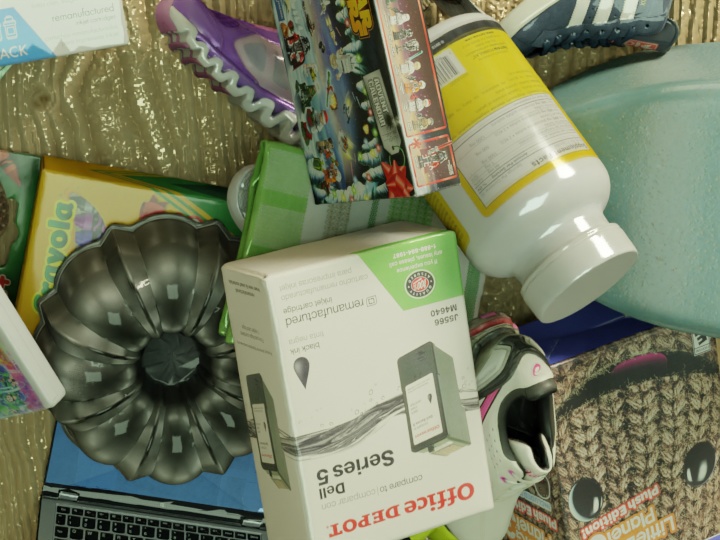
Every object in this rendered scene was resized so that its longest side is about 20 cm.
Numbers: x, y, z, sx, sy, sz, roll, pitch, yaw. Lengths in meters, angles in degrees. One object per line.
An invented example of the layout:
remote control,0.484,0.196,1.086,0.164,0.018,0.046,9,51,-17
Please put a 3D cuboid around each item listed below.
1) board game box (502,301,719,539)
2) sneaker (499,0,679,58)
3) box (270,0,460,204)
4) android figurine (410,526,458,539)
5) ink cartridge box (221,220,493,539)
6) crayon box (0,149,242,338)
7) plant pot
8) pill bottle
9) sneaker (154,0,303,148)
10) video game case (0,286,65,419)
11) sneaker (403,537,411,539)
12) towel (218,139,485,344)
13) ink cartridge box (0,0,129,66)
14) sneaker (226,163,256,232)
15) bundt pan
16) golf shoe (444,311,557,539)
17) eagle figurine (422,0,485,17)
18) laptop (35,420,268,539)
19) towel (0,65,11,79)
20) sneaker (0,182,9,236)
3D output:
board game box,0.189,0.134,1.527,0.159,0.097,0.201,-19,109,-25
sneaker,0.182,-0.184,1.465,0.199,0.075,0.085,-31,89,-1
box,-0.005,-0.146,1.327,0.040,0.137,0.201,-16,97,-29
android figurine,0.045,0.132,1.554,0.182,0.041,0.200,-39,110,2
ink cartridge box,0.000,0.081,1.361,0.145,0.084,0.201,-15,102,-24
crayon box,-0.177,-0.008,1.467,0.199,0.051,0.128,9,104,-12
plant pot,0.230,-0.063,1.462,0.199,0.196,0.197,2,105,3
pill bottle,0.099,-0.068,1.362,0.112,0.112,0.200,-34,73,0
sneaker,-0.056,-0.147,1.442,0.200,0.080,0.089,38,89,-22
video game case,-0.320,0.025,1.406,0.181,0.024,0.201,-14,113,38
sneaker,0.001,0.156,1.452,0.076,0.087,0.201,-38,134,-22
towel,0.000,0.000,1.426,0.199,0.031,0.150,15,83,-29
ink cartridge box,-0.232,-0.246,1.361,0.114,0.068,0.201,-12,107,-10
sneaker,-0.021,-0.019,1.466,0.199,0.071,0.073,28,77,-29
bundt pan,-0.134,0.065,1.430,0.201,0.076,0.203,-3,107,-11
golf shoe,0.097,0.133,1.439,0.072,0.092,0.201,-18,131,-25
eagle figurine,0.040,-0.247,1.388,0.151,0.151,0.201,18,109,-4
laptop,-0.140,0.175,1.494,0.186,0.201,0.116,10,138,-13
towel,-0.284,-0.245,1.396,0.153,0.023,0.200,-45,108,3
sneaker,-0.321,-0.100,1.400,0.075,0.071,0.201,-16,110,19
